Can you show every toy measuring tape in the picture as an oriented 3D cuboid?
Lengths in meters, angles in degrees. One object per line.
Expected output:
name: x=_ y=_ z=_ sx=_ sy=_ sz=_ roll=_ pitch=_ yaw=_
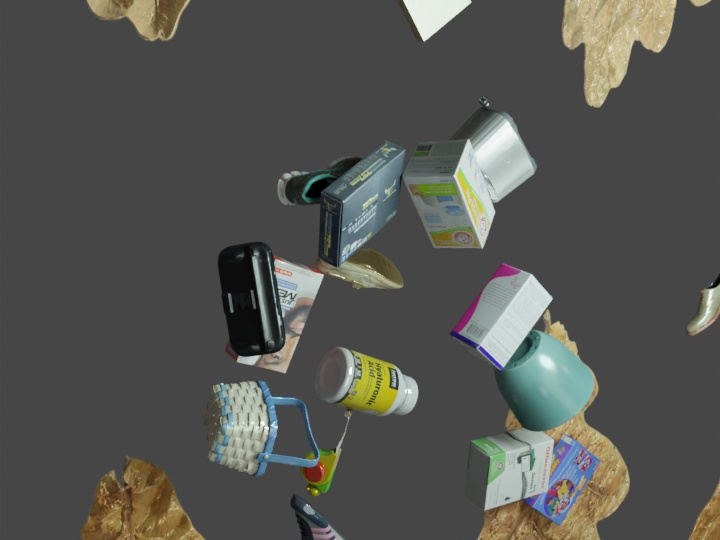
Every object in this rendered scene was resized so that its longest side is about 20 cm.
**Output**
toy measuring tape: x=-0.076 y=0.362 z=1.640 sx=0.073 sy=0.074 sz=0.200 roll=10 pitch=103 yaw=-33

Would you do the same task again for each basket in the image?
basket: x=-0.183 y=0.287 z=1.498 sx=0.200 sy=0.176 sz=0.139 roll=7 pitch=116 yaw=-19

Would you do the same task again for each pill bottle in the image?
pill bottle: x=0.017 y=0.230 z=1.633 sx=0.200 sy=0.111 sz=0.112 roll=22 pitch=93 yaw=-35

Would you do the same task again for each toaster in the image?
toaster: x=0.255 y=-0.233 z=1.634 sx=0.129 sy=0.114 sz=0.200 roll=-44 pitch=125 yaw=-10

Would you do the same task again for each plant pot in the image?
plant pot: x=0.393 y=0.232 z=1.821 sx=0.201 sy=0.201 sz=0.161 roll=-45 pitch=111 yaw=-12

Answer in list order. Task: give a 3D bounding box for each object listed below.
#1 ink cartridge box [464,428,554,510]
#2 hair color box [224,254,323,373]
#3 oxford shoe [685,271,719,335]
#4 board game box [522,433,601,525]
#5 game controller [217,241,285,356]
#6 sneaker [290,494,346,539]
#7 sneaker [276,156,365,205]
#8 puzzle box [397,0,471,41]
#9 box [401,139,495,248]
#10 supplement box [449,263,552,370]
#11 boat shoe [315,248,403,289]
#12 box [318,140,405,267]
ink cartridge box: x=0.355 y=0.466 z=1.931 sx=0.200 sy=0.084 sz=0.146 roll=-7 pitch=109 yaw=-29
hair color box: x=-0.160 y=0.079 z=1.506 sx=0.111 sy=0.064 sz=0.200 roll=18 pitch=96 yaw=-35
oxford shoe: x=0.933 y=0.089 z=2.193 sx=0.075 sy=0.070 sz=0.200 roll=43 pitch=81 yaw=-7
board game box: x=0.513 y=0.534 z=2.074 sx=0.134 sy=0.045 sz=0.200 roll=40 pitch=83 yaw=-34
game controller: x=-0.194 y=0.052 z=1.439 sx=0.042 sy=0.104 sz=0.201 roll=-10 pitch=91 yaw=-69
sneaker: x=-0.099 y=0.546 z=1.686 sx=0.082 sy=0.070 sz=0.200 roll=-44 pitch=121 yaw=-16
sneaker: x=-0.048 y=-0.156 z=1.482 sx=0.200 sy=0.091 sz=0.078 roll=-21 pitch=113 yaw=-26
puzzle box: x=0.114 y=-0.546 z=1.500 sx=0.133 sy=0.025 sz=0.200 roll=-41 pitch=122 yaw=-14
box: x=0.175 y=-0.144 z=1.573 sx=0.200 sy=0.112 sz=0.101 roll=62 pitch=41 yaw=-42
supplement box: x=0.308 y=0.099 z=1.777 sx=0.103 sy=0.101 sz=0.200 roll=41 pitch=82 yaw=-34
boat shoe: x=0.000 y=0.000 z=1.584 sx=0.200 sy=0.072 sz=0.065 roll=20 pitch=130 yaw=-41
box: x=0.002 y=-0.121 z=1.477 sx=0.200 sy=0.051 sz=0.158 roll=-43 pitch=151 yaw=-38
